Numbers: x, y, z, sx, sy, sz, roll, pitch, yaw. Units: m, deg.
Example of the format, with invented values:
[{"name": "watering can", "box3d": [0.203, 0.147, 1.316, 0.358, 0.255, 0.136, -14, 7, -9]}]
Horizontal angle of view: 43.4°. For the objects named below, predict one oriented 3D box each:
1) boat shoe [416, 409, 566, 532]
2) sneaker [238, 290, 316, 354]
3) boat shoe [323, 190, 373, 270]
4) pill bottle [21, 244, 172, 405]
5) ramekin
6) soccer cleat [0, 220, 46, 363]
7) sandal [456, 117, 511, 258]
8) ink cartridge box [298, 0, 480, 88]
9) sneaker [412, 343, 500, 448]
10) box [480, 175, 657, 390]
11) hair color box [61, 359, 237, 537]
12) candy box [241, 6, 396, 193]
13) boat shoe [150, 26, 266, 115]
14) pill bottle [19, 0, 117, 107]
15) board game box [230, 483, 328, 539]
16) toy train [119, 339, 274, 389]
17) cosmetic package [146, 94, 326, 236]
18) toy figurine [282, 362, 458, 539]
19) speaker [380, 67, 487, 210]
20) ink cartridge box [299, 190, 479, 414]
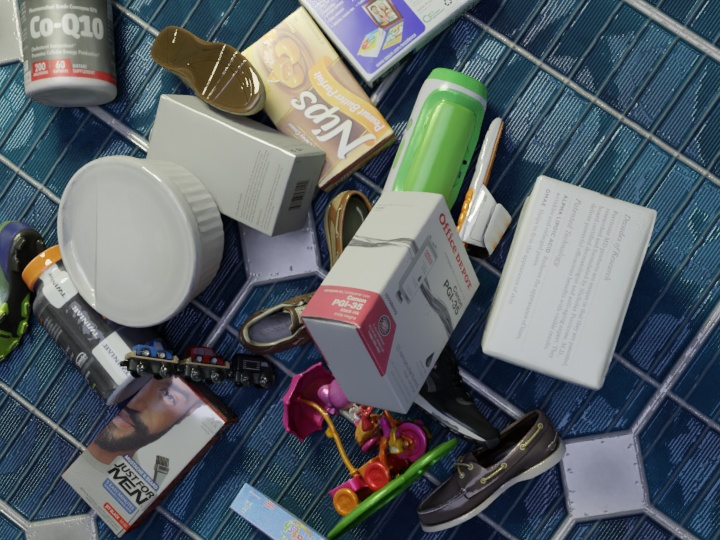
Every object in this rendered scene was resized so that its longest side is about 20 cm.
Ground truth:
[{"name": "boat shoe", "box3d": [0.148, 0.239, 1.084, 0.199, 0.072, 0.060, -31, 105, 1]}, {"name": "sneaker", "box3d": [-0.055, 0.059, 1.118, 0.199, 0.076, 0.071, -23, 86, 5]}, {"name": "boat shoe", "box3d": [0.000, 0.000, 1.075, 0.075, 0.074, 0.202, -12, 82, -16]}, {"name": "pill bottle", "box3d": [-0.337, 0.062, 1.139, 0.106, 0.106, 0.200, -42, 84, 4]}, {"name": "ramekin", "box3d": [-0.253, -0.041, 1.074, 0.201, 0.094, 0.204, 7, 107, 24]}, {"name": "soccer cleat", "box3d": [-0.472, 0.031, 1.190, 0.083, 0.065, 0.201, 24, 96, 37]}, {"name": "sandal", "box3d": [0.157, -0.081, 1.095, 0.059, 0.079, 0.208, 17, 88, 10]}, {"name": "ink cartridge box", "box3d": [0.026, -0.365, 1.132, 0.198, 0.043, 0.200, -38, 85, -2]}, {"name": "sneaker", "box3d": [0.093, 0.130, 1.080, 0.199, 0.076, 0.088, 33, 85, 25]}, {"name": "box", "box3d": [0.225, 0.016, 1.023, 0.130, 0.199, 0.201, 18, 90, 7]}, {"name": "hair color box", "box3d": [-0.266, 0.223, 1.147, 0.111, 0.064, 0.200, 43, 92, 7]}, {"name": "candy box", "box3d": [-0.058, -0.213, 1.138, 0.115, 0.055, 0.201, -36, 85, 5]}, {"name": "boat shoe", "box3d": [-0.178, -0.239, 1.117, 0.199, 0.065, 0.072, 33, 89, 33]}, {"name": "pill bottle", "box3d": [-0.373, -0.318, 1.152, 0.113, 0.114, 0.202, -5, 88, 7]}, {"name": "board game box", "box3d": [-0.075, 0.309, 1.051, 0.151, 0.200, 0.037, 34, 73, 7]}, {"name": "toy train", "box3d": [-0.194, 0.114, 1.105, 0.199, 0.034, 0.046, 10, 75, -31]}, {"name": "cosmetic package", "box3d": [-0.156, -0.131, 1.104, 0.199, 0.085, 0.108, 27, 110, 19]}, {"name": "toy figurine", "box3d": [-0.010, 0.187, 1.077, 0.200, 0.150, 0.185, -44, 73, 25]}, {"name": "speaker", "box3d": [0.087, -0.138, 1.104, 0.088, 0.088, 0.201, 21, 91, 7]}, {"name": "ink cartridge box", "box3d": [0.038, 0.030, 0.990, 0.082, 0.147, 0.200, 6, 49, 37]}]
